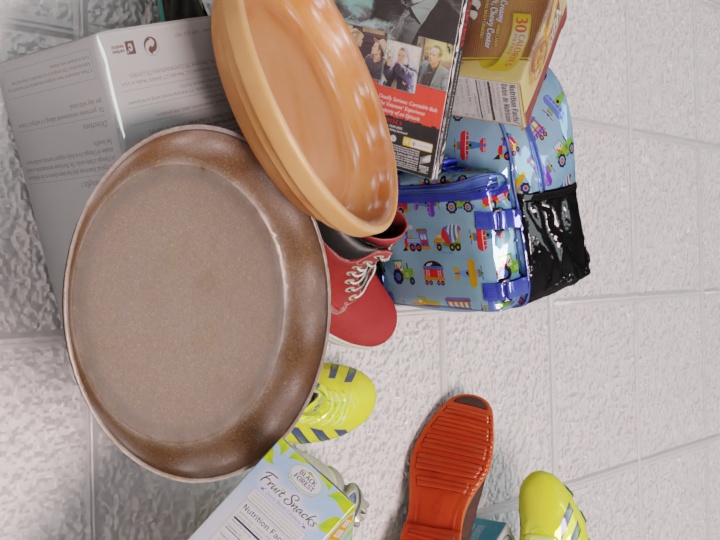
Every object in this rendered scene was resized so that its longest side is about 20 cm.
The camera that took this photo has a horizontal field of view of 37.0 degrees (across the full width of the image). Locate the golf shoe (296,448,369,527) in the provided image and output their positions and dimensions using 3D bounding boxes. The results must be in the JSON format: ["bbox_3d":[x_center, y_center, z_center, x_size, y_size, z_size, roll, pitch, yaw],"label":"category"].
[{"bbox_3d":[-0.079,0.222,0.797,0.097,0.078,0.201,42,53,-16],"label":"golf shoe"}]

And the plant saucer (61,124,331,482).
[{"bbox_3d":[-0.094,0.019,0.624,0.199,0.032,0.204,2,87,-48],"label":"plant saucer"}]

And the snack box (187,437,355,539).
[{"bbox_3d":[-0.089,0.218,0.669,0.200,0.067,0.169,-48,164,-19],"label":"snack box"}]

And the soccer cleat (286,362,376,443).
[{"bbox_3d":[-0.046,0.099,0.813,0.199,0.083,0.066,13,79,-48],"label":"soccer cleat"}]

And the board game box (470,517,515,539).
[{"bbox_3d":[0.123,0.365,1.026,0.151,0.046,0.202,-47,122,-39],"label":"board game box"}]

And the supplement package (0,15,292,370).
[{"bbox_3d":[-0.133,-0.050,0.693,0.117,0.116,0.203,-23,106,-47],"label":"supplement package"}]

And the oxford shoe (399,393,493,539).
[{"bbox_3d":[0.076,0.209,0.978,0.073,0.070,0.202,78,29,-56],"label":"oxford shoe"}]

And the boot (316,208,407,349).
[{"bbox_3d":[0.000,0.000,0.825,0.200,0.143,0.073,44,57,-39],"label":"boot"}]

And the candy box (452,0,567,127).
[{"bbox_3d":[0.052,-0.187,0.847,0.056,0.197,0.117,66,42,-55],"label":"candy box"}]

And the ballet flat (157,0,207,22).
[{"bbox_3d":[-0.121,-0.217,0.746,0.068,0.067,0.203,-110,-175,-69],"label":"ballet flat"}]

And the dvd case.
[{"bbox_3d":[0.010,-0.182,0.789,0.022,0.144,0.203,-34,137,-59],"label":"dvd case"}]

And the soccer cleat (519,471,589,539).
[{"bbox_3d":[0.169,0.290,0.987,0.083,0.064,0.204,-5,92,-48],"label":"soccer cleat"}]

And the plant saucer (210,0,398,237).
[{"bbox_3d":[-0.036,-0.113,0.682,0.201,0.037,0.202,52,27,-40],"label":"plant saucer"}]

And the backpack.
[{"bbox_3d":[0.091,-0.079,0.900,0.134,0.181,0.203,-20,110,-40],"label":"backpack"}]
